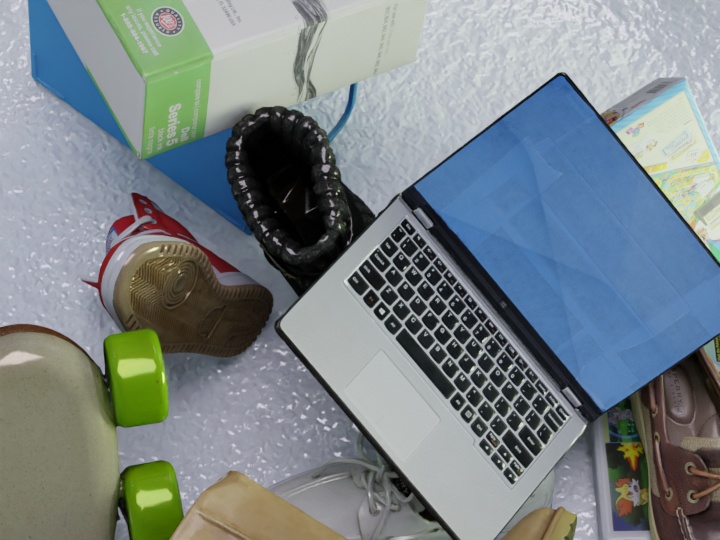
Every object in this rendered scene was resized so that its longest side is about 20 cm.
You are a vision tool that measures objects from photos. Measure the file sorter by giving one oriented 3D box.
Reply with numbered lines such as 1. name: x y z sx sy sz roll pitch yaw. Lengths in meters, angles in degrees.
1. file sorter: -0.110 -0.153 1.601 0.199 0.139 0.123 35 60 17

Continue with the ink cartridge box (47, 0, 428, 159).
1. ink cartridge box: -0.077 -0.174 1.484 0.199 0.084 0.146 -20 60 -21

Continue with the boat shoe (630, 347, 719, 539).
1. boat shoe: 0.213 0.122 1.467 0.072 0.072 0.201 -7 61 -6

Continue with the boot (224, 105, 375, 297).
1. boot: -0.002 0.001 1.492 0.079 0.158 0.211 -44 76 -9

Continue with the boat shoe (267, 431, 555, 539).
1. boat shoe: 0.024 0.137 1.464 0.200 0.086 0.075 -5 59 -7

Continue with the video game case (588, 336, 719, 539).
1. video game case: 0.236 0.086 1.544 0.181 0.022 0.201 0 60 -3

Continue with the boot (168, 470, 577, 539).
1. boot: 0.003 0.165 1.352 0.199 0.066 0.176 27 61 14

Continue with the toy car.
1. toy car: -0.203 0.093 1.439 0.163 0.159 0.200 -8 15 -10

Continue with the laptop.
1. laptop: 0.091 0.028 1.406 0.188 0.116 0.200 49 58 -9

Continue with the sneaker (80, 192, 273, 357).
1. sneaker: -0.139 -0.003 1.489 0.112 0.200 0.072 34 92 22

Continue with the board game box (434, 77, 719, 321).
1. board game box: 0.149 -0.017 1.521 0.199 0.034 0.135 -31 107 -19
